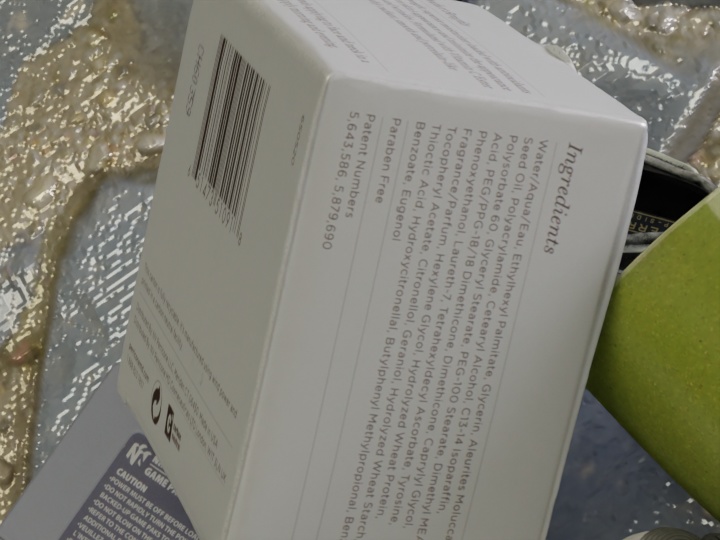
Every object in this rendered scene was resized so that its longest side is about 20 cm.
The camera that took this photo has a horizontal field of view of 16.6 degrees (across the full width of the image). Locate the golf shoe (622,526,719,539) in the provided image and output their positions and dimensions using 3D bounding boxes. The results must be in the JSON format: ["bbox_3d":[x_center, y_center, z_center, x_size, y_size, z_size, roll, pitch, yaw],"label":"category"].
[{"bbox_3d":[0.119,0.201,0.968,0.077,0.094,0.201,5,87,-20],"label":"golf shoe"}]

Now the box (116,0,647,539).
[{"bbox_3d":[0.000,0.000,0.973,0.199,0.130,0.201,-131,51,-65],"label":"box"}]

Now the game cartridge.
[{"bbox_3d":[-0.059,0.128,1.085,0.200,0.041,0.133,31,84,30],"label":"game cartridge"}]

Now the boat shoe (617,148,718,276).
[{"bbox_3d":[0.074,-0.040,1.090,0.199,0.064,0.071,12,72,26],"label":"boat shoe"}]

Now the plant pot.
[{"bbox_3d":[0.211,0.061,0.942,0.187,0.187,0.200,-36,73,3],"label":"plant pot"}]
